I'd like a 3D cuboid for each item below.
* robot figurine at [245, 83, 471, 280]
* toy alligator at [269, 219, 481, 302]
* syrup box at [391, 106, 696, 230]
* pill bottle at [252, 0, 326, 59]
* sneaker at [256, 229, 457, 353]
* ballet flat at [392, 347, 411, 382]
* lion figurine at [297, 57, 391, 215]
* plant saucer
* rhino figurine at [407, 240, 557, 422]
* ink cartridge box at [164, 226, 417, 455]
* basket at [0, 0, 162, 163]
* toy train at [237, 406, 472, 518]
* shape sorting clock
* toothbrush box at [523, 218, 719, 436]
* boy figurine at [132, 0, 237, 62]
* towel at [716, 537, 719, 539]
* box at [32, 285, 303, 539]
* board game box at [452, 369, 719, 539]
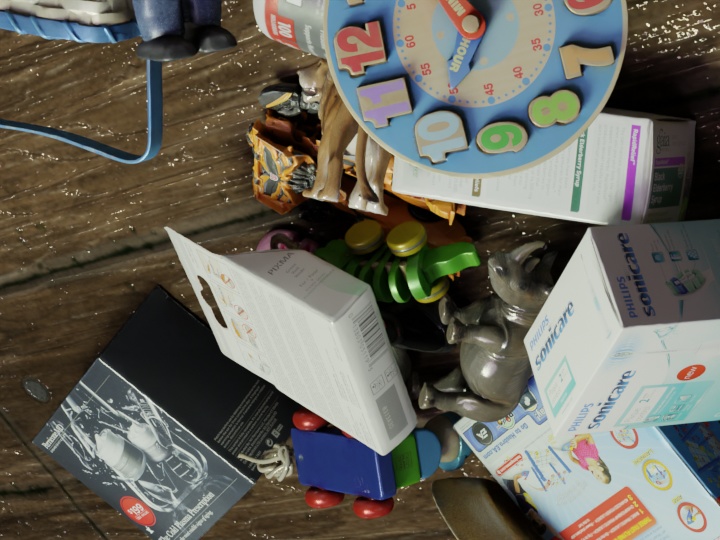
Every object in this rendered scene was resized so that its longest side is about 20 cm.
[{"bbox_3d":[-0.005,-0.069,1.754,0.199,0.058,0.145,22,140,17],"label":"robot figurine"},{"bbox_3d":[0.000,0.000,1.732,0.199,0.054,0.059,2,132,35],"label":"toy alligator"},{"bbox_3d":[0.130,-0.081,1.598,0.199,0.079,0.082,11,100,30],"label":"syrup box"},{"bbox_3d":[0.036,-0.185,1.551,0.199,0.116,0.116,21,141,17],"label":"pill bottle"},{"bbox_3d":[-0.013,0.038,1.847,0.199,0.095,0.079,16,137,22],"label":"sneaker"},{"bbox_3d":[-0.053,0.058,1.923,0.199,0.064,0.068,24,144,16],"label":"ballet flat"},{"bbox_3d":[0.001,-0.106,1.612,0.072,0.123,0.200,13,-178,-15],"label":"lion figurine"},{"bbox_3d":[0.141,0.239,1.877,0.035,0.200,0.200,-44,101,9],"label":"plant saucer"},{"bbox_3d":[0.105,0.044,1.713,0.087,0.060,0.200,7,135,-15],"label":"rhino figurine"},{"bbox_3d":[-0.053,0.042,1.774,0.200,0.050,0.161,31,153,39],"label":"ink cartridge box"},{"bbox_3d":[-0.220,-0.192,1.708,0.176,0.139,0.201,16,108,24],"label":"basket"},{"bbox_3d":[-0.004,0.148,1.915,0.200,0.115,0.085,3,104,54],"label":"toy train"},{"bbox_3d":[0.074,-0.160,1.464,0.199,0.039,0.201,1,97,9],"label":"shape sorting clock"},{"bbox_3d":[0.234,0.037,1.570,0.199,0.086,0.147,-3,147,-20],"label":"toothbrush box"},{"bbox_3d":[-0.133,-0.256,1.620,0.064,0.124,0.201,20,118,61],"label":"boy figurine"},{"bbox_3d":[0.258,0.234,1.893,0.199,0.035,0.133,20,139,20],"label":"towel"},{"bbox_3d":[-0.179,0.144,2.080,0.182,0.104,0.200,39,142,-2],"label":"box"},{"bbox_3d":[0.196,0.148,1.789,0.196,0.056,0.200,51,142,5],"label":"board game box"}]
